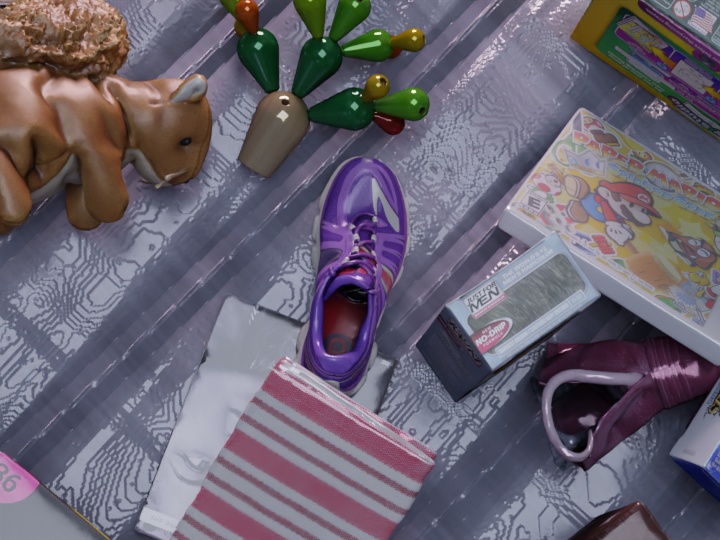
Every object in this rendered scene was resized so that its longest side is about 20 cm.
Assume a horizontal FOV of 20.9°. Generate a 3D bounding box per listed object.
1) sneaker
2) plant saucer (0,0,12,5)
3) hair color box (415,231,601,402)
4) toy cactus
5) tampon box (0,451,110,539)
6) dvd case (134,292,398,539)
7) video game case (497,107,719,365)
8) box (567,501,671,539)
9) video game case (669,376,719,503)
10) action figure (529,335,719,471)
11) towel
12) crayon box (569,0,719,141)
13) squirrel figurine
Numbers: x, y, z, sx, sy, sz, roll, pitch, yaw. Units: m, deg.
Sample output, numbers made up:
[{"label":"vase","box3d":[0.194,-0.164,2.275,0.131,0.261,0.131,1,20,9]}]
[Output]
[{"label":"sneaker","box3d":[0.000,0.000,1.522,0.080,0.084,0.201,10,68,-5]},{"label":"plant saucer","box3d":[-0.290,-0.309,1.589,0.199,0.032,0.202,1,80,-4]},{"label":"hair color box","box3d":[0.107,0.039,1.468,0.099,0.200,0.061,-34,84,-9]},{"label":"toy cactus","box3d":[-0.046,-0.155,1.562,0.199,0.102,0.166,32,97,0]},{"label":"tampon box","box3d":[-0.268,0.260,1.434,0.150,0.126,0.200,38,79,3]},{"label":"dvd case","box3d":[-0.073,0.136,1.530,0.148,0.016,0.201,21,79,-1]},{"label":"video game case","box3d":[0.224,-0.032,1.521,0.199,0.023,0.182,32,39,6]},{"label":"box","box3d":[0.189,0.304,1.443,0.165,0.164,0.201,-35,83,-9]},{"label":"video game case","box3d":[0.354,0.125,1.502,0.200,0.045,0.182,41,76,-29]},{"label":"action figure","box3d":[0.230,0.072,1.507,0.199,0.149,0.135,-19,75,6]},{"label":"towel","box3d":[-0.051,0.184,1.485,0.146,0.030,0.201,32,100,-1]},{"label":"crayon box","box3d":[0.274,-0.171,1.535,0.199,0.173,0.058,35,82,2]},{"label":"squirrel figurine","box3d":[-0.213,-0.133,1.511,0.185,0.142,0.201,-15,85,-14]}]
